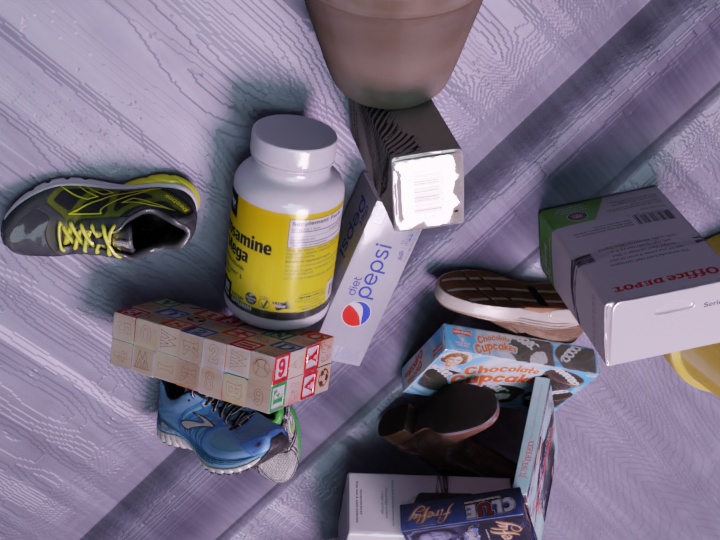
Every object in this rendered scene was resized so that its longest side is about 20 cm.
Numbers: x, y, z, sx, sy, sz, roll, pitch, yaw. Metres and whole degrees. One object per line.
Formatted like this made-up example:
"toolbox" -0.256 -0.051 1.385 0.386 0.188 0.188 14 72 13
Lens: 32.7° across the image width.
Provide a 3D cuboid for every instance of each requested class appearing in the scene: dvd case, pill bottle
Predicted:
"dvd case" 0.207 0.234 1.441 0.022 0.146 0.200 7 149 18
"pill bottle" -0.076 -0.049 1.242 0.112 0.113 0.201 0 121 -14

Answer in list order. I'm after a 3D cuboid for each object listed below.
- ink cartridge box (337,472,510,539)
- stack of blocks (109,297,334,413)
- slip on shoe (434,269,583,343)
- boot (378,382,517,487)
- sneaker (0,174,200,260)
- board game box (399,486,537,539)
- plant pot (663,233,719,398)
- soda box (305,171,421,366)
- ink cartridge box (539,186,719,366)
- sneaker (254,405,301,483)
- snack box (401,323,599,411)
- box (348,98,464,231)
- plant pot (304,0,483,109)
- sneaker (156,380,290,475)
"ink cartridge box" 0.077 0.313 1.478 0.199 0.084 0.144 3 145 -5
"stack of blocks" -0.142 0.082 1.261 0.199 0.115 0.059 14 104 26
"slip on shoe" 0.173 0.046 1.393 0.199 0.076 0.061 4 125 -25
"boot" 0.148 0.212 1.452 0.200 0.064 0.186 38 147 -30
"sneaker" -0.256 -0.048 1.213 0.199 0.085 0.075 -12 123 -7
"board game box" 0.133 0.316 1.385 0.135 0.035 0.200 -11 139 11
"plant pot" 0.463 0.083 1.418 0.200 0.189 0.201 -7 123 -11
"soda box" 0.000 0.000 1.318 0.063 0.068 0.200 13 118 -23
"ink cartridge box" 0.293 0.002 1.316 0.145 0.200 0.084 -11 123 -7
"sneaker" -0.112 0.168 1.384 0.078 0.085 0.200 -16 124 -4
"snack box" 0.161 0.116 1.422 0.199 0.037 0.116 10 146 -20
"box" 0.041 -0.122 1.174 0.068 0.200 0.082 -9 122 -9
"plant pot" 0.028 -0.250 1.116 0.199 0.200 0.174 -9 141 -9
"sneaker" -0.158 0.155 1.313 0.078 0.200 0.090 -26 118 -42
